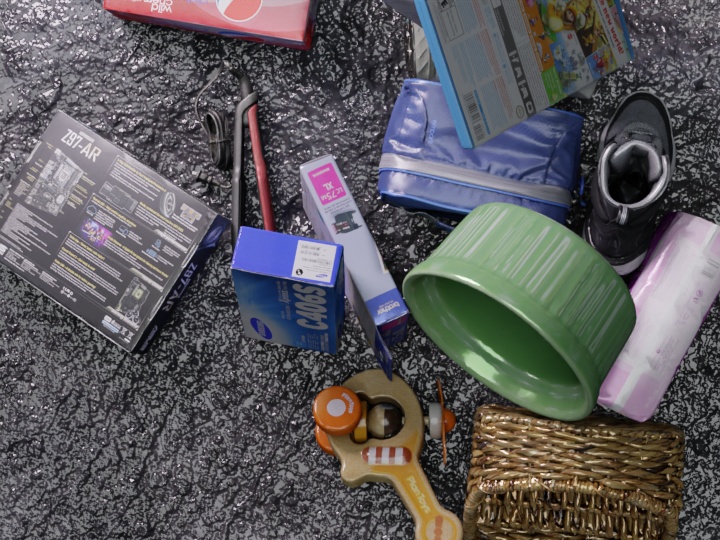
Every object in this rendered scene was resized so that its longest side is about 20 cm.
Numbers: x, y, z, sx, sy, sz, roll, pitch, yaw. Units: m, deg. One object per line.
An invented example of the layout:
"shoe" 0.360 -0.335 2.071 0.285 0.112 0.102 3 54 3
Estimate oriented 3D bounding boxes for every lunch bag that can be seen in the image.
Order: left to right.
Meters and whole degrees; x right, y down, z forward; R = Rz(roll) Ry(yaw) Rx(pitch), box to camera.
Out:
"lunch bag" 0.118 -0.094 1.470 0.200 0.136 0.133 13 91 2

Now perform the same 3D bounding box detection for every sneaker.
"sneaker" 0.084 -0.278 1.514 0.086 0.078 0.200 -3 96 -8
"sneaker" 0.257 -0.102 1.444 0.075 0.114 0.200 14 62 6

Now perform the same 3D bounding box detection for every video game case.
"video game case" 0.148 -0.213 1.376 0.200 0.018 0.143 -30 112 -25

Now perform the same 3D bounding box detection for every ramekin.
"ramekin" 0.145 0.032 1.374 0.200 0.200 0.098 38 71 3

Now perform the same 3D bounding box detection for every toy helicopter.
"toy helicopter" 0.047 0.181 1.483 0.132 0.079 0.200 -25 66 -11

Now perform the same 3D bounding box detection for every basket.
"basket" 0.198 0.210 1.459 0.200 0.143 0.149 6 89 4

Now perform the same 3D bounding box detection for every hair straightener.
"hair straightener" -0.130 -0.105 1.532 0.077 0.041 0.200 -7 95 4

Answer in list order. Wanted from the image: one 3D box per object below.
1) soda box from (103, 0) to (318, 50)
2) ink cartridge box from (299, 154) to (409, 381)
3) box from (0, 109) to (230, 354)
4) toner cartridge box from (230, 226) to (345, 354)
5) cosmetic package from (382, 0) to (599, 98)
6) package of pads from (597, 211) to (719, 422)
"soda box" -0.144 -0.264 1.521 0.200 0.070 0.064 9 91 4
"ink cartridge box" 0.000 0.000 1.467 0.042 0.119 0.200 -22 76 -6
"box" -0.253 -0.037 1.523 0.200 0.044 0.160 32 91 14
"toner cartridge box" -0.064 0.022 1.448 0.095 0.200 0.043 12 70 5
"cosmetic package" 0.128 -0.237 1.434 0.200 0.113 0.081 27 83 -35
"package of pads" 0.279 0.042 1.466 0.076 0.121 0.200 29 92 2
